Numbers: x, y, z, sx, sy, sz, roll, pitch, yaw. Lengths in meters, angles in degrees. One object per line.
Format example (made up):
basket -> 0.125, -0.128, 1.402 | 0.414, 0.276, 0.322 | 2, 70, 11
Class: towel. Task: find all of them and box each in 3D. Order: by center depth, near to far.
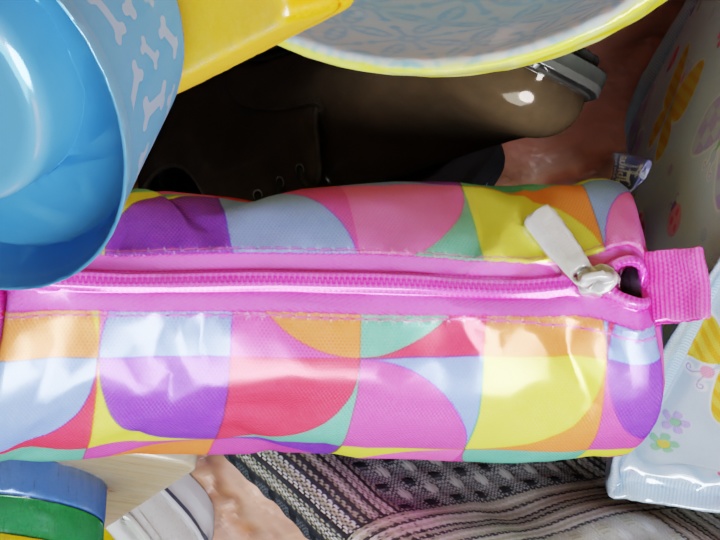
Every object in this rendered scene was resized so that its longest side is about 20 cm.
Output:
towel -> 0.048, 0.046, 0.817 | 0.200, 0.193, 0.035 | -6, 123, -39

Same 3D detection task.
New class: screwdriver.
screwdriver -> 0.000, 0.000, 0.817 | 0.028, 0.200, 0.029 | 45, 124, 0

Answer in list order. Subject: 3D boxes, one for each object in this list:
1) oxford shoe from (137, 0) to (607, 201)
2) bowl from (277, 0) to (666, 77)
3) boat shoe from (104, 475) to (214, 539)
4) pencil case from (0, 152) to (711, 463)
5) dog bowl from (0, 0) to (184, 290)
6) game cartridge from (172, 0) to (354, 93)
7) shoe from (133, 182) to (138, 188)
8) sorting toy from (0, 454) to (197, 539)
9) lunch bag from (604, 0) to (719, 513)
oxford shoe -> 0.000, -0.038, 0.798 | 0.073, 0.085, 0.200 | 25, 163, -31
bowl -> 0.033, -0.145, 0.708 | 0.199, 0.201, 0.108 | -4, 176, 14
boat shoe -> -0.139, 0.080, 0.993 | 0.074, 0.086, 0.202 | -25, 125, 31
pencil case -> -0.012, 0.012, 0.717 | 0.199, 0.089, 0.089 | -2, 136, -10
dog bowl -> -0.131, -0.070, 0.635 | 0.200, 0.050, 0.112 | 22, 135, 17
game cartridge -> -0.080, -0.139, 0.660 | 0.176, 0.032, 0.201 | -19, 92, 53
shoe -> -0.132, -0.003, 0.933 | 0.199, 0.053, 0.070 | 16, 135, -5
sorting toy -> -0.175, 0.082, 0.807 | 0.199, 0.070, 0.199 | 10, 160, -20
lunch bag -> 0.155, -0.039, 0.761 | 0.127, 0.170, 0.200 | 14, 134, -6
